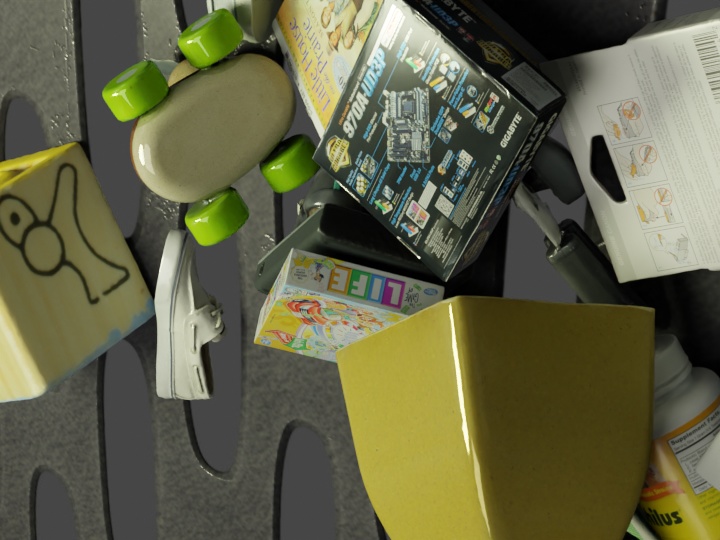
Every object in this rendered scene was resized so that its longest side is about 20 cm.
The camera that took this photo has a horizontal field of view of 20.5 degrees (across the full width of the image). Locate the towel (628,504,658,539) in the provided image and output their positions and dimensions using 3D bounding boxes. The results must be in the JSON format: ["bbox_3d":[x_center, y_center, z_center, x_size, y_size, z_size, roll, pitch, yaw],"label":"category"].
[{"bbox_3d":[0.171,0.216,1.785,0.199,0.024,0.153,-6,146,30],"label":"towel"}]

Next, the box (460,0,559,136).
[{"bbox_3d":[0.075,-0.131,1.688,0.158,0.048,0.200,42,136,10],"label":"box"}]

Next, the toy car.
[{"bbox_3d":[-0.148,-0.140,1.804,0.165,0.157,0.200,57,172,-19],"label":"toy car"}]

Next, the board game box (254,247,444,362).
[{"bbox_3d":[-0.014,0.039,1.736,0.133,0.034,0.200,14,162,-6],"label":"board game box"}]

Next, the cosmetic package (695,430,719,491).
[{"bbox_3d":[0.389,0.103,1.488,0.165,0.165,0.201,39,135,14],"label":"cosmetic package"}]

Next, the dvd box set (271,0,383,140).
[{"bbox_3d":[-0.006,-0.219,1.669,0.200,0.029,0.147,-55,49,46],"label":"dvd box set"}]

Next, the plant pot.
[{"bbox_3d":[0.115,0.143,1.583,0.194,0.194,0.202,-27,64,56],"label":"plant pot"}]

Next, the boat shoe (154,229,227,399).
[{"bbox_3d":[-0.168,0.048,2.009,0.069,0.071,0.201,7,121,5],"label":"boat shoe"}]

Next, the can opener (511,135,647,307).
[{"bbox_3d":[0.185,-0.026,1.634,0.067,0.053,0.200,-36,112,19],"label":"can opener"}]

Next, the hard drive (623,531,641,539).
[{"bbox_3d":[0.239,0.258,1.693,0.200,0.033,0.140,33,-174,-32],"label":"hard drive"}]

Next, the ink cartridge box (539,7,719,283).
[{"bbox_3d":[0.252,-0.096,1.562,0.175,0.045,0.201,-8,111,42],"label":"ink cartridge box"}]

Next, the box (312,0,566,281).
[{"bbox_3d":[0.058,-0.111,1.579,0.159,0.046,0.201,43,137,16],"label":"box"}]

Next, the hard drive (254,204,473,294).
[{"bbox_3d":[0.000,0.000,1.742,0.139,0.033,0.200,17,162,-15],"label":"hard drive"}]

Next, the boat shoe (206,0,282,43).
[{"bbox_3d":[-0.114,-0.293,1.727,0.071,0.070,0.202,18,130,24],"label":"boat shoe"}]

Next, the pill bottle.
[{"bbox_3d":[0.274,0.158,1.663,0.109,0.109,0.201,-20,103,46],"label":"pill bottle"}]

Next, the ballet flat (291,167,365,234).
[{"bbox_3d":[-0.025,-0.052,1.803,0.073,0.073,0.200,46,165,7],"label":"ballet flat"}]

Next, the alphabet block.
[{"bbox_3d":[-0.363,0.007,2.049,0.196,0.195,0.201,-11,109,42],"label":"alphabet block"}]
